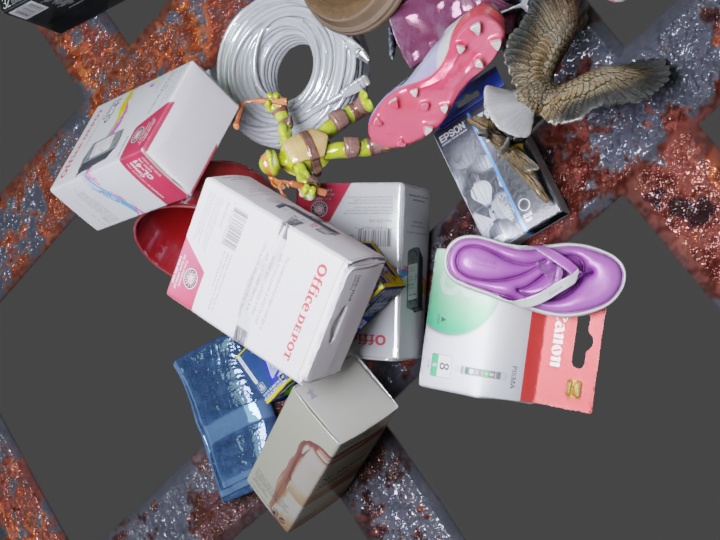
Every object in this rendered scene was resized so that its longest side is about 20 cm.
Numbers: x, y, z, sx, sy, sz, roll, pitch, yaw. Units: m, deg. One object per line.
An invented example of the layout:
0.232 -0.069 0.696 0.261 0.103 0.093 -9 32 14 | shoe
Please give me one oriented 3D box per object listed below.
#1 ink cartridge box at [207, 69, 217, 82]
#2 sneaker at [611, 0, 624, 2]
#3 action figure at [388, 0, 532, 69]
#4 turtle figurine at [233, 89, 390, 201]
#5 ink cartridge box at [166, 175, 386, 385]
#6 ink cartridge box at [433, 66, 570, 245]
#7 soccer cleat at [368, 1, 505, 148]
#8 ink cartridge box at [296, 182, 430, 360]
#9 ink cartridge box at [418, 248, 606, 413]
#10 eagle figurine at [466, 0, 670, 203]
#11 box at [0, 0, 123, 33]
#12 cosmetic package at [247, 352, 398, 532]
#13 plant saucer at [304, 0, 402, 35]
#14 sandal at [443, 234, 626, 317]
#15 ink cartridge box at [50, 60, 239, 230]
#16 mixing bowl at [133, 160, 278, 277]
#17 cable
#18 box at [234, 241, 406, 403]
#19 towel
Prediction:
-0.239 -0.147 1.488 0.162 0.057 0.201 -33 39 22 | ink cartridge box
0.229 -0.370 1.297 0.104 0.075 0.202 -21 71 21 | sneaker
0.126 -0.301 1.355 0.198 0.149 0.135 -12 112 8 | action figure
-0.050 -0.135 1.351 0.160 0.065 0.201 -21 56 -7 | turtle figurine
-0.091 0.006 1.251 0.199 0.085 0.147 32 110 25 | ink cartridge box
0.152 -0.129 1.347 0.099 0.039 0.202 -32 73 23 | ink cartridge box
0.085 -0.213 1.289 0.066 0.077 0.200 37 120 -15 | soccer cleat
0.000 0.000 1.385 0.146 0.085 0.203 3 91 28 | ink cartridge box
0.170 0.067 1.323 0.198 0.050 0.163 8 91 30 | ink cartridge box
0.211 -0.204 1.262 0.200 0.151 0.151 -44 35 12 | eagle figurine
-0.420 -0.458 1.616 0.147 0.124 0.202 -19 78 24 | box
-0.047 0.201 1.351 0.087 0.103 0.201 47 140 20 | cosmetic package
-0.014 -0.372 1.343 0.199 0.029 0.203 6 99 45 | plant saucer
0.188 0.006 1.281 0.200 0.050 0.084 6 88 10 | sandal
-0.255 -0.143 1.378 0.199 0.086 0.149 -13 45 42 | ink cartridge box
-0.169 -0.064 1.446 0.198 0.200 0.109 -2 57 27 | mixing bowl
-0.083 -0.251 1.461 0.199 0.069 0.201 -38 70 21 | cable
-0.046 0.059 1.316 0.200 0.064 0.070 -45 71 19 | box
-0.160 0.182 1.489 0.111 0.048 0.202 -26 76 23 | towel
